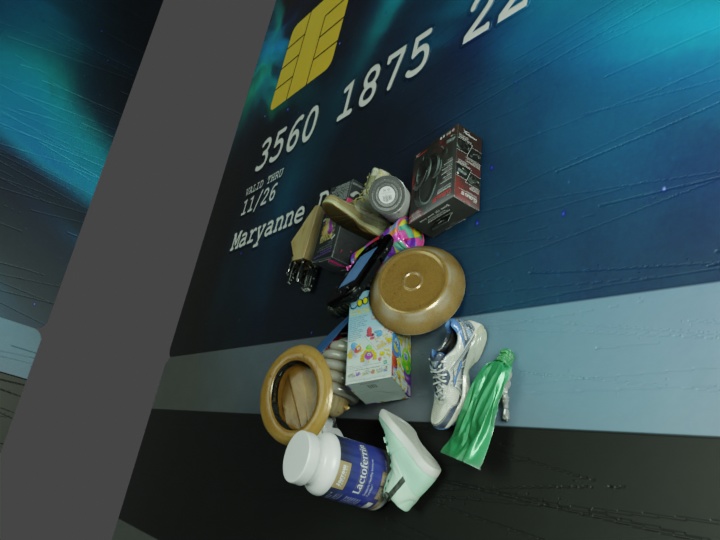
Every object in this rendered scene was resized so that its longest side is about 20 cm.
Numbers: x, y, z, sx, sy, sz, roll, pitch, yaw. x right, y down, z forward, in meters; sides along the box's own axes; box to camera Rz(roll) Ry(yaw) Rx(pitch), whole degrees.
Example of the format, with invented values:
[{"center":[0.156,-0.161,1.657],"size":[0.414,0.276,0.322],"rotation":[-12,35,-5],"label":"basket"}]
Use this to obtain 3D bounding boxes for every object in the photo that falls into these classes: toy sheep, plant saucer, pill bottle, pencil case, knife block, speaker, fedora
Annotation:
[{"center":[-0.033,0.214,1.570],"size":[0.137,0.136,0.204],"rotation":[-14,56,56],"label":"toy sheep"},{"center":[0.106,0.027,1.438],"size":[0.196,0.036,0.204],"rotation":[-11,55,15],"label":"plant saucer"},{"center":[-0.040,0.374,1.385],"size":[0.115,0.197,0.118],"rotation":[-39,39,41],"label":"pill bottle"},{"center":[0.056,-0.042,1.642],"size":[0.199,0.087,0.090],"rotation":[-37,40,44],"label":"pencil case"},{"center":[-0.132,-0.050,1.999],"size":[0.201,0.063,0.177],"rotation":[-53,32,25],"label":"knife block"},{"center":[0.072,-0.151,1.591],"size":[0.083,0.080,0.200],"rotation":[-65,-10,3],"label":"speaker"},{"center":[-0.114,0.256,1.483],"size":[0.197,0.081,0.205],"rotation":[-14,64,32],"label":"fedora"}]

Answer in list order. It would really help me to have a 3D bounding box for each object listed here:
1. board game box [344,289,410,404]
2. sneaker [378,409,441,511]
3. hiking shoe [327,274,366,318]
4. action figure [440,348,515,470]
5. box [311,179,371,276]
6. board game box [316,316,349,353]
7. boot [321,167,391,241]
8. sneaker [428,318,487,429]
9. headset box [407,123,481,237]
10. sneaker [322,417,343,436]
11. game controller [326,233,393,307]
[{"center":[0.039,0.150,1.478],"size":[0.103,0.103,0.204],"rotation":[-12,54,23],"label":"board game box"},{"center":[0.060,0.349,1.354],"size":[0.119,0.073,0.201],"rotation":[-55,32,9],"label":"sneaker"},{"center":[-0.027,0.075,1.680],"size":[0.101,0.075,0.200],"rotation":[-54,9,3],"label":"hiking shoe"},{"center":[0.209,0.223,1.213],"size":[0.117,0.054,0.203],"rotation":[4,67,62],"label":"action figure"},{"center":[-0.023,-0.097,1.780],"size":[0.105,0.121,0.204],"rotation":[-10,61,56],"label":"box"},{"center":[-0.072,0.185,1.704],"size":[0.200,0.039,0.158],"rotation":[-47,3,-35],"label":"board game box"},{"center":[0.006,-0.169,1.701],"size":[0.071,0.198,0.158],"rotation":[-3,65,52],"label":"boot"},{"center":[0.152,0.179,1.310],"size":[0.077,0.084,0.204],"rotation":[2,73,60],"label":"sneaker"},{"center":[0.177,-0.177,1.536],"size":[0.148,0.076,0.204],"rotation":[-29,44,49],"label":"headset box"},{"center":[-0.096,0.345,1.634],"size":[0.115,0.074,0.203],"rotation":[-42,40,34],"label":"sneaker"},{"center":[0.000,0.000,1.522],"size":[0.103,0.042,0.201],"rotation":[-18,27,43],"label":"game controller"}]
